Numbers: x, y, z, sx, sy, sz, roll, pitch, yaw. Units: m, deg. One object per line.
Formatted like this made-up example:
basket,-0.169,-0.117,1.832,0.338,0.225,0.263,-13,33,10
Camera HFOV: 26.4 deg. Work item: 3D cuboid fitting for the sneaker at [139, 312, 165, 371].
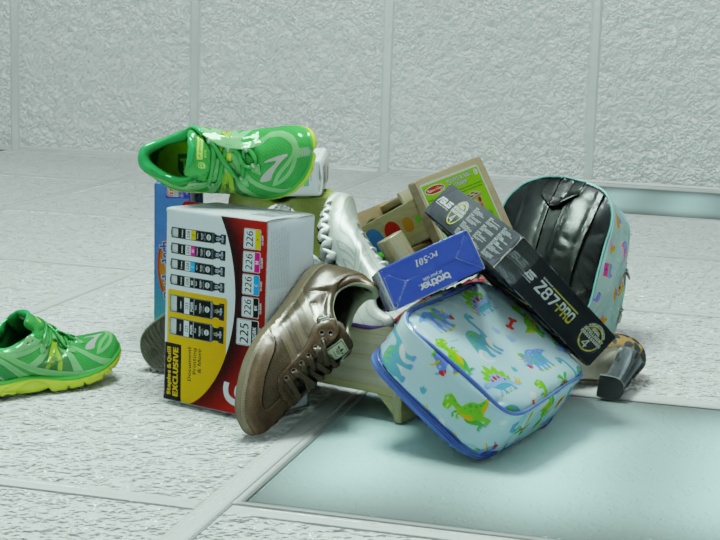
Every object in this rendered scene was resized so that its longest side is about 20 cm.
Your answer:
sneaker,-0.145,0.042,1.706,0.200,0.075,0.106,-28,-5,23

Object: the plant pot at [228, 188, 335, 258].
plant pot,-0.095,-0.007,1.862,0.200,0.185,0.200,2,10,0

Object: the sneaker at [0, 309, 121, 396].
sneaker,-0.333,0.082,1.605,0.074,0.084,0.200,11,13,44

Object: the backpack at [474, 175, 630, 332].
backpack,0.247,-0.011,1.903,0.175,0.201,0.153,9,-9,35

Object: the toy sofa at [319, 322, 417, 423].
toy sofa,-0.016,0.088,1.589,0.200,0.098,0.083,7,12,32

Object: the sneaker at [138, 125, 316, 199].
sneaker,-0.137,-0.109,1.553,0.199,0.074,0.084,-4,-3,26

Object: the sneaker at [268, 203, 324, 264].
sneaker,-0.075,-0.004,1.714,0.075,0.200,0.087,27,50,26

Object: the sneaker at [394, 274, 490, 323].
sneaker,0.107,0.073,1.778,0.200,0.096,0.079,-23,8,44

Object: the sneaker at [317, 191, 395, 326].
sneaker,0.000,0.000,1.707,0.081,0.200,0.075,-16,-29,17

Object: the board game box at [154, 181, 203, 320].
board game box,-0.217,-0.015,1.844,0.045,0.201,0.152,1,9,0

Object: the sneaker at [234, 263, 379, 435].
sneaker,-0.051,0.074,1.479,0.075,0.071,0.200,8,56,31

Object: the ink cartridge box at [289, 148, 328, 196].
ink cartridge box,-0.140,-0.119,1.843,0.199,0.050,0.161,-2,10,2

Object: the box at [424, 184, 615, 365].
box,0.160,0.002,1.583,0.161,0.049,0.200,43,1,-25

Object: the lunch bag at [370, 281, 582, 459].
lunch bag,0.113,0.091,1.473,0.161,0.083,0.200,43,27,15

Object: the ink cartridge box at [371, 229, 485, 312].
ink cartridge box,0.063,0.003,1.515,0.094,0.044,0.200,-24,-1,-2

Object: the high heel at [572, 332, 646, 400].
high heel,0.217,0.082,1.714,0.200,0.072,0.143,22,22,15

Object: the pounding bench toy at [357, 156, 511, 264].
pounding bench toy,0.055,-0.030,1.825,0.200,0.125,0.156,-24,-1,-44

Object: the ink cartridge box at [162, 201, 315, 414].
ink cartridge box,-0.142,0.035,1.564,0.175,0.201,0.084,8,10,34
